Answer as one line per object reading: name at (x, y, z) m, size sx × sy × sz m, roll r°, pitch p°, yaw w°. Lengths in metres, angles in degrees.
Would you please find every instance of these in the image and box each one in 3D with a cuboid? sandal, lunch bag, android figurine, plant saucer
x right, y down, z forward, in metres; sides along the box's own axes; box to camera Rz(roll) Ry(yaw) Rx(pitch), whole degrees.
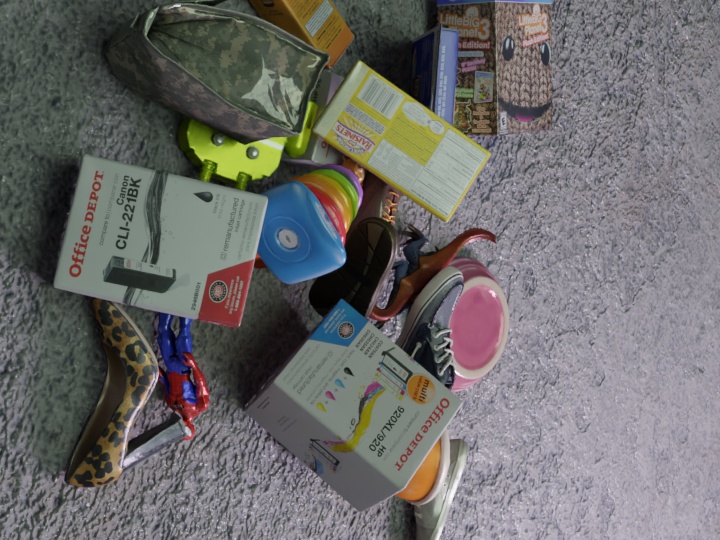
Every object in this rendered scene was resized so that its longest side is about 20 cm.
sandal at (0.000, 0.000, 1.431) m, size 0.055 × 0.082 × 0.200 m, roll -40°, pitch 164°, yaw -44°
lunch bag at (-0.163, -0.222, 1.248) m, size 0.200 × 0.164 × 0.118 m, roll 23°, pitch 82°, yaw -25°
android figurine at (-0.140, -0.187, 1.377) m, size 0.182 × 0.041 × 0.200 m, roll 21°, pitch 79°, yaw -28°
plant saucer at (0.153, 0.081, 1.717) m, size 0.200 × 0.051 × 0.201 m, roll -7°, pitch 101°, yaw -43°

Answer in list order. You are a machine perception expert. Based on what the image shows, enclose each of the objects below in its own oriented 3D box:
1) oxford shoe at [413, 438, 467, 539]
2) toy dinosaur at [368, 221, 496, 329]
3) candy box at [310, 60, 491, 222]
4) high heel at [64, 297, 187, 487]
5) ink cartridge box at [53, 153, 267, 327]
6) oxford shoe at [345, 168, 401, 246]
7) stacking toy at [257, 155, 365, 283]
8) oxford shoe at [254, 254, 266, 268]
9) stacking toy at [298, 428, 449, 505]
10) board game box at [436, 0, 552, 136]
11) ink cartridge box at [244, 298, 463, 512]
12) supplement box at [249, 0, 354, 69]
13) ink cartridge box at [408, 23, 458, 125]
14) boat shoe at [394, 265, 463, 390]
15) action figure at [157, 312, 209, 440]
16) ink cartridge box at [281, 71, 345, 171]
oxford shoe at (0.101, 0.334, 1.701) m, size 0.058 × 0.075 × 0.200 m, roll 17°, pitch 92°, yaw -3°
toy dinosaur at (0.063, 0.002, 1.557) m, size 0.105 × 0.200 × 0.182 m, roll 55°, pitch 25°, yaw -17°
candy box at (0.050, -0.155, 1.414) m, size 0.200 × 0.026 × 0.102 m, roll 34°, pitch 90°, yaw -11°
high heel at (-0.289, 0.135, 1.284) m, size 0.143 × 0.071 × 0.200 m, roll -29°, pitch 107°, yaw -21°
ink cartridge box at (-0.214, -0.030, 1.248) m, size 0.200 × 0.084 × 0.144 m, roll 13°, pitch 86°, yaw -10°
oxford shoe at (0.029, -0.084, 1.477) m, size 0.071 × 0.073 × 0.200 m, roll 17°, pitch 112°, yaw -44°
stacking toy at (-0.040, -0.083, 1.386) m, size 0.116 × 0.110 × 0.200 m, roll 60°, pitch 37°, yaw -15°
oxford shoe at (-0.146, -0.042, 1.393) m, size 0.200 × 0.071 × 0.073 m, roll -1°, pitch 79°, yaw -51°
stacking toy at (0.006, 0.238, 1.565) m, size 0.200 × 0.146 × 0.146 m, roll 6°, pitch 91°, yaw -26°
board game box at (0.192, -0.294, 1.659) m, size 0.159 × 0.097 × 0.200 m, roll -15°, pitch 107°, yaw -51°
ink cartridge box at (-0.009, 0.169, 1.442) m, size 0.200 × 0.145 × 0.147 m, roll 40°, pitch 61°, yaw -2°
supplement box at (-0.091, -0.334, 1.408) m, size 0.200 × 0.067 × 0.069 m, roll 51°, pitch 61°, yaw -37°
ink cartridge box at (0.097, -0.211, 1.532) m, size 0.047 × 0.200 × 0.198 m, roll 3°, pitch 95°, yaw -10°
boat shoe at (0.101, 0.099, 1.539) m, size 0.075 × 0.093 × 0.200 m, roll 0°, pitch 123°, yaw -56°
action figure at (-0.212, 0.100, 1.350) m, size 0.052 × 0.065 × 0.200 m, roll -33°, pitch 119°, yaw -62°
ink cartridge box at (-0.030, -0.179, 1.488) m, size 0.200 × 0.067 × 0.116 m, roll 15°, pitch 86°, yaw -45°
